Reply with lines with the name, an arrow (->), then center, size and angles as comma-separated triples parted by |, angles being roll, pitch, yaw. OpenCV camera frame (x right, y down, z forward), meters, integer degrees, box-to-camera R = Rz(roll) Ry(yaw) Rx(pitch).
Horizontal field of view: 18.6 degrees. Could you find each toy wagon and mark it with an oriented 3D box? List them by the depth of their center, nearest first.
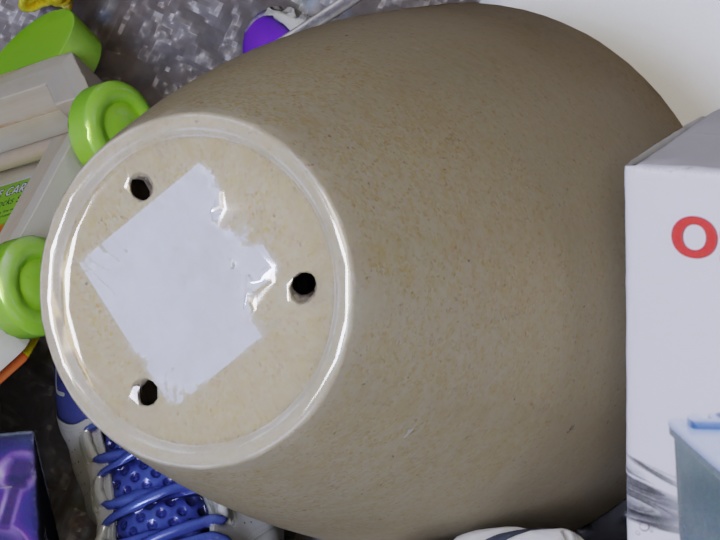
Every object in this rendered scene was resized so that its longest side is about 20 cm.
toy wagon -> -0.135, -0.026, 0.781 | 0.040, 0.155, 0.200 | 46, 52, -31

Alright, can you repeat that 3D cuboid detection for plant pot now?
plant pot -> -0.006, 0.005, 0.660 | 0.187, 0.200, 0.188 | 1, 91, 24

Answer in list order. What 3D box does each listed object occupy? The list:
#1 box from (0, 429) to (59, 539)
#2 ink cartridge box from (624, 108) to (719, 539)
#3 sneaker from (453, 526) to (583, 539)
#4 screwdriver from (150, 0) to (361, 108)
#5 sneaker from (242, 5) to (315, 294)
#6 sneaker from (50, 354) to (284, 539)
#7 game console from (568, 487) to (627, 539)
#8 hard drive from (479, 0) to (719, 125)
box -> -0.166, 0.165, 0.701 | 0.148, 0.104, 0.200 | -6, 59, -5
ink cartridge box -> 0.156, 0.061, 0.634 | 0.146, 0.086, 0.201 | 5, 108, 27
sneaker -> 0.026, 0.166, 0.701 | 0.129, 0.199, 0.080 | -2, 39, 29
screwdriver -> -0.055, -0.063, 0.794 | 0.200, 0.029, 0.028 | -31, 92, 22
sneaker -> 0.000, 0.000, 0.797 | 0.099, 0.070, 0.200 | -37, 80, 5
sneaker -> -0.061, 0.099, 0.766 | 0.080, 0.115, 0.200 | -13, 82, 2
game console -> 0.093, 0.191, 0.754 | 0.177, 0.031, 0.200 | -43, 80, 19
hard drive -> 0.121, -0.126, 0.823 | 0.132, 0.026, 0.201 | 16, 85, 6
